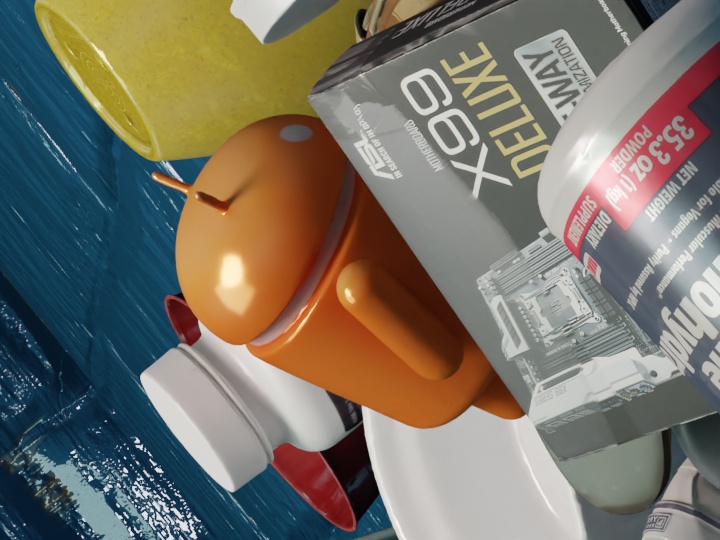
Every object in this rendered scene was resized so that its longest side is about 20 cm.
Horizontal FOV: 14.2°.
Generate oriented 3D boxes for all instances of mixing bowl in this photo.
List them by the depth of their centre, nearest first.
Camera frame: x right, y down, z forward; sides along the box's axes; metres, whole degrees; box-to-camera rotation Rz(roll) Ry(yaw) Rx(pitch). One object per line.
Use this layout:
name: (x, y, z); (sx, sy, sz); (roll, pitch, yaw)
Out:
mixing bowl: (-0.027, 0.064, 1.930); (0.200, 0.108, 0.200); (48, 166, 16)

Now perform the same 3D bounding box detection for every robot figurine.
robot figurine: (0.001, 0.000, 1.338); (0.200, 0.144, 0.117); (25, 134, -20)

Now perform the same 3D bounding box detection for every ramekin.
ramekin: (0.094, 0.097, 1.494); (0.200, 0.098, 0.201); (40, 140, 44)

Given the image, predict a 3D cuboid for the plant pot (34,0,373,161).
plant pot: (-0.081, -0.138, 1.474); (0.200, 0.142, 0.200); (49, 167, 15)

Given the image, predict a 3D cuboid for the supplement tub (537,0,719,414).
supplement tub: (0.171, -0.001, 0.978); (0.200, 0.140, 0.140); (48, 167, 15)

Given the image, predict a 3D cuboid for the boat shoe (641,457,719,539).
boat shoe: (0.230, 0.150, 1.365); (0.200, 0.066, 0.072); (29, 163, 1)

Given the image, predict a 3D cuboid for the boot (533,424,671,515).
boot: (0.106, 0.008, 1.299); (0.074, 0.075, 0.200); (-16, 92, 34)

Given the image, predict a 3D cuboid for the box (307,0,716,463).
box: (0.097, -0.030, 1.180); (0.158, 0.050, 0.200); (-22, 111, 37)

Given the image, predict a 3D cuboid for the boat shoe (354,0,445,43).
boat shoe: (0.035, -0.101, 1.355); (0.074, 0.076, 0.200); (60, 166, 9)

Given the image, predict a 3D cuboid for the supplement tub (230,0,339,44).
supplement tub: (-0.055, -0.208, 1.183); (0.200, 0.145, 0.145); (51, 167, 2)

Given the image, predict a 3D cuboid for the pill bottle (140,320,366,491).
pill bottle: (-0.018, 0.028, 1.584); (0.111, 0.200, 0.111); (48, 167, 15)

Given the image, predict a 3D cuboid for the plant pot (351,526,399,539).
plant pot: (0.101, 0.257, 1.622); (0.196, 0.196, 0.200); (-104, -4, -64)

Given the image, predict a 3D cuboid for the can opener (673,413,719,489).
can opener: (0.149, 0.026, 1.274); (0.053, 0.067, 0.200); (-88, -25, -52)
